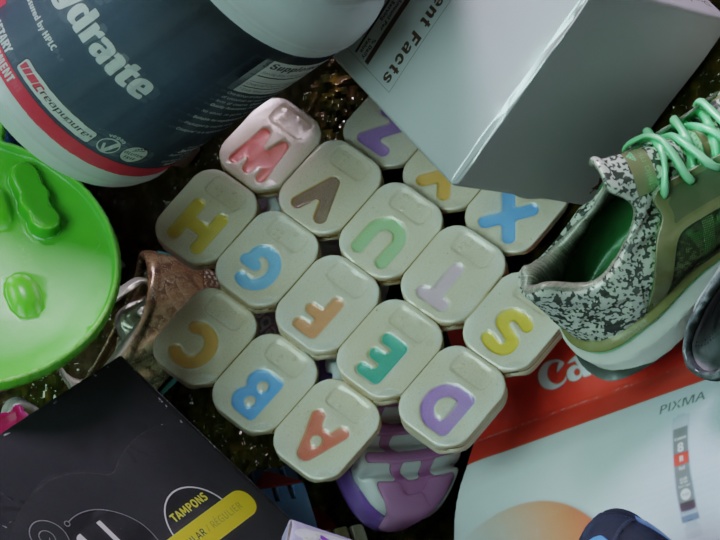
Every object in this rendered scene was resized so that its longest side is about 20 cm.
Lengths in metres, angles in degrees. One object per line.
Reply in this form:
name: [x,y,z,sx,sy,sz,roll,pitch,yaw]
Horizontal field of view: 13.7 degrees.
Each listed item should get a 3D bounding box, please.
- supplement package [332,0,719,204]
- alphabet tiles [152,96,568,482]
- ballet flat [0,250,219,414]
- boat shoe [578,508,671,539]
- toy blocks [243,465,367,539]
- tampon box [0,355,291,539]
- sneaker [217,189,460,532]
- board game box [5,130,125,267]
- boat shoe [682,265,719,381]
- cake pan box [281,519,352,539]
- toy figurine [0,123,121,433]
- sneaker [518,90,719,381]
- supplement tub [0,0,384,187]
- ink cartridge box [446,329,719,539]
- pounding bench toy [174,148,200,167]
supplement package: [0.053,-0.141,1.445,0.200,0.121,0.120,48,114,30]
alphabet tiles: [0.000,0.000,1.464,0.200,0.015,0.196,36,75,21]
ballet flat: [-0.149,0.072,1.571,0.200,0.065,0.071,-53,15,-9]
boat shoe: [0.173,0.177,1.320,0.084,0.069,0.200,-31,106,21]
toy blocks: [-0.049,0.162,1.494,0.200,0.100,0.137,-46,57,54]
tampon box: [-0.151,0.169,1.403,0.126,0.150,0.200,43,129,9]
sneaker: [-0.018,0.050,1.512,0.088,0.080,0.200,-41,58,34]
board game box: [-0.184,-0.063,1.586,0.039,0.200,0.158,-34,53,2]
boat shoe: [0.203,-0.017,1.310,0.199,0.068,0.074,-50,55,48]
cake pan box: [0.021,0.224,1.384,0.184,0.052,0.200,20,117,-7]
toy figurine: [-0.205,0.030,1.457,0.184,0.150,0.200,103,150,-51]
sneaker: [0.147,-0.040,1.373,0.200,0.089,0.077,-53,49,10]
supplement tub: [-0.077,-0.139,1.382,0.200,0.140,0.140,-32,67,34]
ink cartridge box: [0.113,0.089,1.421,0.162,0.050,0.200,-22,75,32]
pounding bench toy: [-0.141,-0.162,1.545,0.156,0.200,0.124,-52,58,21]
